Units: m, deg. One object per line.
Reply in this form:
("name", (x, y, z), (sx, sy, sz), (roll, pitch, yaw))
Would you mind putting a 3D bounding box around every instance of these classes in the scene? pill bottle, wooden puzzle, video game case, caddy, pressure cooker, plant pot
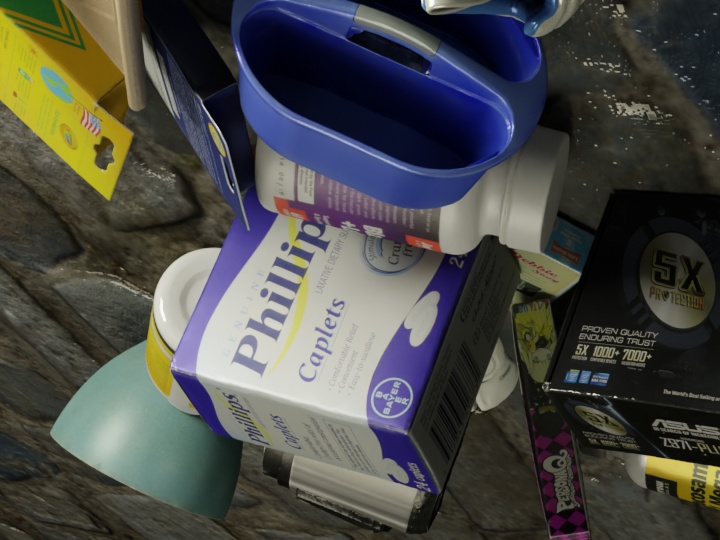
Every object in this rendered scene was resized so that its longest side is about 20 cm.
("pill bottle", (0.037, -0.074, 1.172), (0.198, 0.112, 0.112), (14, 154, 13))
("wooden puzzle", (-0.184, -0.218, 1.071), (0.201, 0.037, 0.185), (54, 164, 15))
("video game case", (0.155, 0.137, 1.376), (0.035, 0.183, 0.200), (-9, 161, 6))
("pill bottle", (-0.144, 0.066, 1.611), (0.111, 0.113, 0.200), (24, 155, -1))
("caddy", (0.016, -0.128, 1.058), (0.198, 0.143, 0.105), (23, 160, -1))
("pill bottle", (0.279, 0.129, 1.365), (0.198, 0.113, 0.113), (14, 154, 21))
("pressure cooker", (-0.003, 0.124, 1.534), (0.198, 0.180, 0.177), (20, 144, 6))
("plant pot", (-0.198, 0.148, 1.766), (0.199, 0.136, 0.200), (27, 179, 1))

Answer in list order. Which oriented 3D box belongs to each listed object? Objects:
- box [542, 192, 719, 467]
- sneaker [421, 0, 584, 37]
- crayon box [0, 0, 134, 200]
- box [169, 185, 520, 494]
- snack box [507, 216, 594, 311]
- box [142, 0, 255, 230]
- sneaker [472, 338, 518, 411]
("box", (0.246, 0.042, 1.162), (0.198, 0.165, 0.086), (6, 151, 34))
("sneaker", (0.046, -0.206, 0.866), (0.199, 0.148, 0.080), (32, 154, -20))
("crayon box", (-0.232, -0.155, 1.259), (0.200, 0.051, 0.127), (44, 154, 2))
("box", (-0.010, 0.039, 1.263), (0.198, 0.185, 0.105), (11, 155, 25))
("snack box", (0.070, -0.037, 1.310), (0.199, 0.037, 0.116), (28, 156, -8))
("box", (-0.118, -0.132, 1.162), (0.201, 0.032, 0.121), (57, 168, 26))
("sneaker", (0.033, 0.053, 1.406), (0.198, 0.075, 0.082), (7, 136, 30))
